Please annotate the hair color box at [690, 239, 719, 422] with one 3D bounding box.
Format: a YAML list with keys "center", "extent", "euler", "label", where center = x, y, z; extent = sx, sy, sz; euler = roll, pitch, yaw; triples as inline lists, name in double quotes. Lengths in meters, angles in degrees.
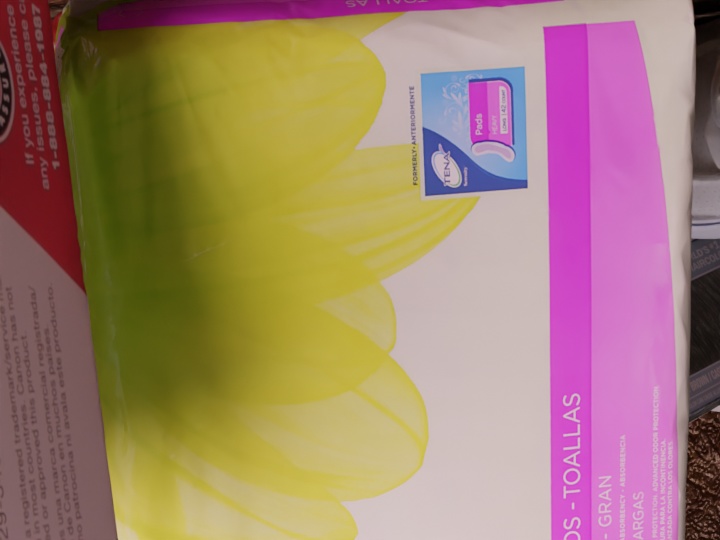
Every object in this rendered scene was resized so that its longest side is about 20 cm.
- center: [0.063, 0.062, 0.936]
  extent: [0.099, 0.061, 0.200]
  euler: [-22, 168, -45]
  label: "hair color box"

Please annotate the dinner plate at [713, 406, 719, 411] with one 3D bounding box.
- center: [0.193, 0.010, 0.972]
  extent: [0.200, 0.024, 0.200]
  euler: [-7, 145, -5]
  label: "dinner plate"

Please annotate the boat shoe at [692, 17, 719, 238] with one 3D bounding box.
- center: [0.137, -0.055, 0.729]
  extent: [0.200, 0.071, 0.070]
  euler: [-6, 164, 38]
  label: "boat shoe"

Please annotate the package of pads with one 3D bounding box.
- center: [0.001, 0.026, 0.601]
  extent: [0.154, 0.200, 0.068]
  euler: [-5, -161, -7]
  label: "package of pads"

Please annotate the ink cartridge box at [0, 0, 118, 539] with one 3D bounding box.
- center: [-0.129, 0.008, 0.406]
  extent: [0.085, 0.148, 0.200]
  euler: [-7, 177, 26]
  label: "ink cartridge box"

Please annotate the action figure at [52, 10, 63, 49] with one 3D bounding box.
- center: [-0.157, -0.013, 0.673]
  extent: [0.200, 0.099, 0.065]
  euler: [-3, 180, 41]
  label: "action figure"
